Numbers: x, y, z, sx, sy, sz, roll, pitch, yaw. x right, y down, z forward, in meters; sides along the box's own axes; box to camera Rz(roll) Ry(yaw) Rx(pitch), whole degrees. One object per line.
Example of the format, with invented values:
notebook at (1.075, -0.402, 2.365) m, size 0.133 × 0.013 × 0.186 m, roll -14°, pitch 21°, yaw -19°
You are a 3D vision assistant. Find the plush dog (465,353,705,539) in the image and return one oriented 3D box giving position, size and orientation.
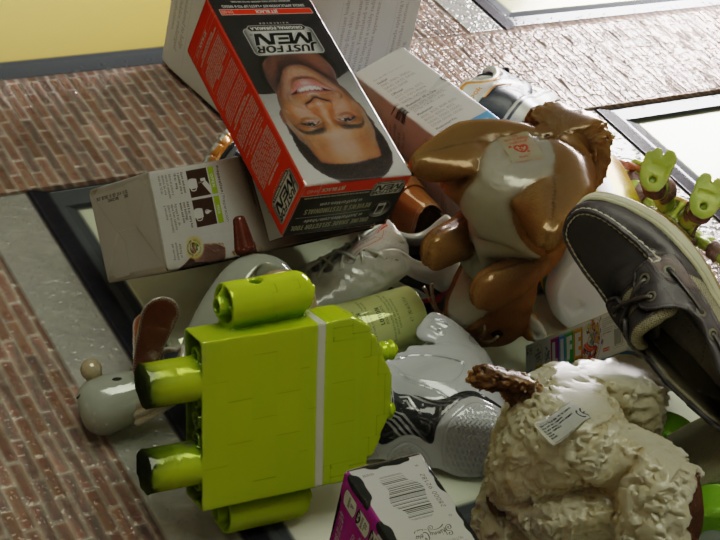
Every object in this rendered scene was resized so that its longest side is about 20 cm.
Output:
plush dog at (0.126, 0.155, 1.020) m, size 0.158 × 0.174 × 0.201 m, roll 14°, pitch 24°, yaw -10°

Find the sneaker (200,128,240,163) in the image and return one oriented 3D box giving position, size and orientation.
sneaker at (-0.103, -0.088, 1.357) m, size 0.077 × 0.078 × 0.201 m, roll 39°, pitch 45°, yaw -6°

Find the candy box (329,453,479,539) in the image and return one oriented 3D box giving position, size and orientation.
candy box at (0.046, 0.232, 0.919) m, size 0.060 × 0.138 × 0.200 m, roll -10°, pitch 41°, yaw -28°

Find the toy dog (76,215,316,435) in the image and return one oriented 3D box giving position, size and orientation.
toy dog at (-0.123, 0.033, 1.104) m, size 0.199 × 0.132 × 0.097 m, roll -29°, pitch 92°, yaw -31°

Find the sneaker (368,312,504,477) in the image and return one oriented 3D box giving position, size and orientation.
sneaker at (0.024, 0.088, 1.163) m, size 0.197 × 0.076 × 0.116 m, roll 14°, pitch 34°, yaw -9°

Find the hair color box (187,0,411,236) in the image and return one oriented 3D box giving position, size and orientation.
hair color box at (-0.051, -0.126, 1.184) m, size 0.100 × 0.061 × 0.201 m, roll -8°, pitch 56°, yaw -33°

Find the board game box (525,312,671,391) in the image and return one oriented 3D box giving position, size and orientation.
board game box at (0.226, 0.064, 1.179) m, size 0.133 × 0.200 × 0.035 m, roll 4°, pitch 78°, yaw -15°

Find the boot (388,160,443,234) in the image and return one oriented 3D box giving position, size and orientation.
boot at (0.004, -0.098, 1.323) m, size 0.155 × 0.074 × 0.200 m, roll 47°, pitch 2°, yaw 31°

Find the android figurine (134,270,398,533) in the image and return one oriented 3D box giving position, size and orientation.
android figurine at (-0.059, 0.091, 1.037) m, size 0.198 × 0.185 × 0.041 m, roll -11°, pitch 21°, yaw -28°

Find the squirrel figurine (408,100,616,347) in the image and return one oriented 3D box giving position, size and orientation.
squirrel figurine at (0.132, -0.031, 1.224) m, size 0.140 × 0.188 × 0.200 m, roll 24°, pitch 46°, yaw 24°

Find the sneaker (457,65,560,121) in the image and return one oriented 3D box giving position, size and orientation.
sneaker at (0.142, -0.156, 1.473) m, size 0.079 × 0.079 × 0.200 m, roll 32°, pitch 8°, yaw 13°

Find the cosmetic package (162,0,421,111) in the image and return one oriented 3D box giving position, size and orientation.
cosmetic package at (-0.067, -0.258, 1.515) m, size 0.198 × 0.166 × 0.165 m, roll -16°, pitch 45°, yaw -37°

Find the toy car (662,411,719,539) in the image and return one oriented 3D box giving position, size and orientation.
toy car at (0.286, 0.202, 1.086) m, size 0.200 × 0.158 × 0.165 m, roll 43°, pitch 39°, yaw -10°

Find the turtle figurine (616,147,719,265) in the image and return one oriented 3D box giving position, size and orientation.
turtle figurine at (0.291, -0.058, 1.419) m, size 0.064 × 0.161 × 0.200 m, roll -42°, pitch 69°, yaw -4°

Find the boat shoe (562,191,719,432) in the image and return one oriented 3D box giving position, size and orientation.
boat shoe at (0.207, 0.029, 1.026) m, size 0.064 × 0.072 × 0.200 m, roll -26°, pitch 69°, yaw -42°

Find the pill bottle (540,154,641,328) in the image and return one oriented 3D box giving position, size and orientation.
pill bottle at (0.201, -0.043, 1.366) m, size 0.111 × 0.114 × 0.201 m, roll 4°, pitch 37°, yaw -14°

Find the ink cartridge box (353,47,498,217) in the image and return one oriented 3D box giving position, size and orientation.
ink cartridge box at (0.053, -0.125, 1.410) m, size 0.066 × 0.117 × 0.200 m, roll -31°, pitch 55°, yaw -26°

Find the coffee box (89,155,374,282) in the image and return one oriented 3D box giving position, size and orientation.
coffee box at (-0.103, -0.050, 1.230) m, size 0.198 × 0.081 × 0.113 m, roll -14°, pitch 3°, yaw -34°

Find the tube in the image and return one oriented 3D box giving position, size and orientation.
tube at (-0.040, 0.062, 1.186) m, size 0.198 × 0.053 × 0.058 m, roll -16°, pitch 27°, yaw -26°

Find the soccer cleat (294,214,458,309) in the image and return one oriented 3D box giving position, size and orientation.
soccer cleat at (0.000, 0.000, 1.259) m, size 0.198 × 0.086 × 0.069 m, roll -10°, pitch 42°, yaw -30°
